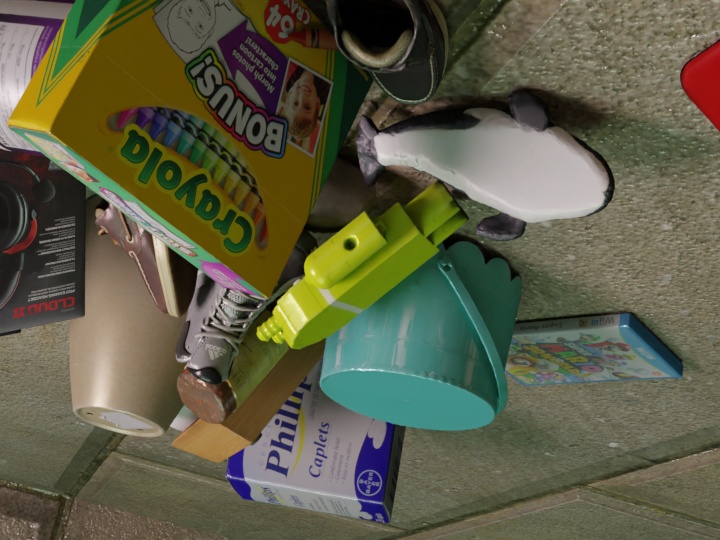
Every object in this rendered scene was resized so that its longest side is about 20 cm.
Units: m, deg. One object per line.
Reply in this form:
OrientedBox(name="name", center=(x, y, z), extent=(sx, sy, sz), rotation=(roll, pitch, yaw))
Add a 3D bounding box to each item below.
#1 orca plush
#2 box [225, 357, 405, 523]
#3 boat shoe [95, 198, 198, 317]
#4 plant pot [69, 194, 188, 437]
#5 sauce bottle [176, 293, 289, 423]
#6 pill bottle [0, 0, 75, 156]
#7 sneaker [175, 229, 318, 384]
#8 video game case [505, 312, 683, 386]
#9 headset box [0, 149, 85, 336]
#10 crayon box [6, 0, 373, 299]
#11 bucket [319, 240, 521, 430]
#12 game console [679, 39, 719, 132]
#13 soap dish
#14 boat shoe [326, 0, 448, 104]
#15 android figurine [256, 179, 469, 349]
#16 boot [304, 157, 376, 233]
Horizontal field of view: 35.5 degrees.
OrientedBox(name="orca plush", center=(0.097, -0.077, 0.847), extent=(0.196, 0.107, 0.071), rotation=(-3, -176, 25))
OrientedBox(name="box", center=(-0.047, 0.193, 1.380), extent=(0.196, 0.187, 0.105), rotation=(6, 158, 10))
OrientedBox(name="boat shoe", center=(-0.186, -0.054, 0.940), extent=(0.071, 0.073, 0.203), rotation=(-1, 123, 15))
OrientedBox(name="plant pot", center=(-0.214, 0.055, 1.125), extent=(0.184, 0.203, 0.188), rotation=(9, 157, 4))
OrientedBox(name="sauce bottle", center=(-0.097, 0.062, 1.094), extent=(0.065, 0.200, 0.067), rotation=(23, 137, 24))
OrientedBox(name="pill bottle", center=(-0.209, -0.135, 0.789), extent=(0.197, 0.113, 0.112), rotation=(11, 159, 26))
OrientedBox(name="sneaker", center=(-0.103, 0.038, 0.959), extent=(0.074, 0.117, 0.200), rotation=(25, 151, -17))
OrientedBox(name="video game case", center=(0.231, 0.089, 1.225), extent=(0.197, 0.018, 0.143), rotation=(-8, 149, 38))
OrientedBox(name="headset box", center=(-0.304, -0.033, 0.920), extent=(0.147, 0.203, 0.075), rotation=(-11, -146, -32))
OrientedBox(name="crayon box", center=(-0.096, -0.107, 0.711), extent=(0.058, 0.175, 0.200), rotation=(9, 158, 43))
OrientedBox(name="bucket", center=(0.057, 0.065, 1.101), extent=(0.203, 0.137, 0.208), rotation=(10, 159, 4))
OrientedBox(name="game console", center=(0.335, -0.121, 0.696), extent=(0.170, 0.121, 0.200), rotation=(-13, 170, -29))
OrientedBox(name="soap dish", center=(-0.110, 0.110, 1.203), extent=(0.081, 0.201, 0.157), rotation=(42, 151, -4))
OrientedBox(name="boat shoe", center=(0.011, -0.156, 0.707), extent=(0.072, 0.066, 0.200), rotation=(2, 156, 18))
OrientedBox(name="android figurine", center=(0.000, 0.000, 0.940), extent=(0.199, 0.041, 0.182), rotation=(-37, 169, 8))
OrientedBox(name="boot", center=(-0.055, -0.100, 0.875), extent=(0.197, 0.069, 0.130), rotation=(20, 151, -21))
